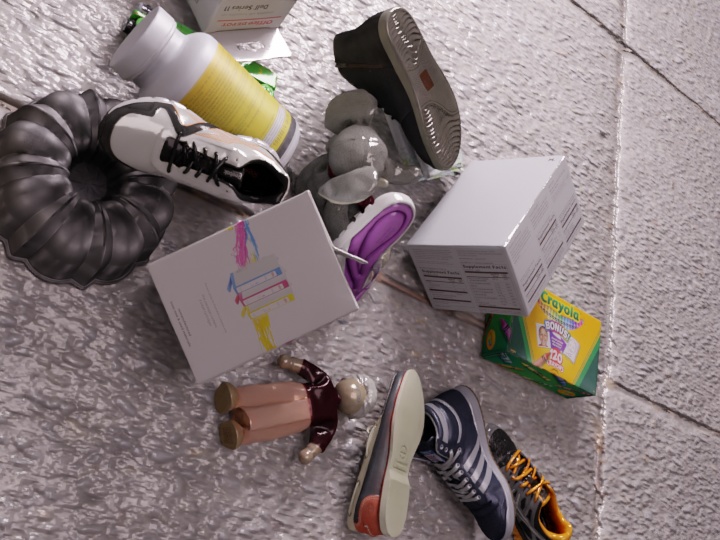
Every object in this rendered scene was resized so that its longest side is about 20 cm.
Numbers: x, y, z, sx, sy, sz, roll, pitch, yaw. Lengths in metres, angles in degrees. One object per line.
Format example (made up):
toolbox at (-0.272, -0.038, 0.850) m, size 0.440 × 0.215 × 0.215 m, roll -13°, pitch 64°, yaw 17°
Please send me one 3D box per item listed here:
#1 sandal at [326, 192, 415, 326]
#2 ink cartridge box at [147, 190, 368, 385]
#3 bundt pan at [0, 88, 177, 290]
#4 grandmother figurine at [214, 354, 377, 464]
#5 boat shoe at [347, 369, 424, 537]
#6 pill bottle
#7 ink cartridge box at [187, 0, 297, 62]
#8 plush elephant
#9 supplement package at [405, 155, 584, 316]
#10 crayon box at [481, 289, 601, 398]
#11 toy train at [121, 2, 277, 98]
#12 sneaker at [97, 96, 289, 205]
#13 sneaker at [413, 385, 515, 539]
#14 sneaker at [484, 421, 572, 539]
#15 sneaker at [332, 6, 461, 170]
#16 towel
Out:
sandal at (-0.006, -0.001, 0.920) m, size 0.081 × 0.204 × 0.050 m, roll 11°, pitch 35°, yaw -37°
ink cartridge box at (-0.092, 0.009, 0.824) m, size 0.197 × 0.129 × 0.127 m, roll -25°, pitch 93°, yaw -2°
bundt pan at (-0.269, -0.088, 0.803) m, size 0.199 × 0.075 × 0.207 m, roll 11°, pitch 72°, yaw -37°
grandmother figurine at (-0.064, 0.156, 0.915) m, size 0.197 × 0.060 × 0.124 m, roll -6°, pitch 91°, yaw -36°
boat shoe at (0.031, 0.215, 0.970) m, size 0.071 × 0.062 × 0.204 m, roll 38°, pitch 56°, yaw -46°
pill bottle at (-0.167, -0.181, 0.873) m, size 0.200 × 0.111 × 0.113 m, roll 42°, pitch 56°, yaw -30°
ink cartridge box at (-0.149, -0.348, 0.945) m, size 0.116 × 0.067 × 0.203 m, roll -19°, pitch 78°, yaw -40°
plush elephant at (-0.003, -0.117, 0.968) m, size 0.197 × 0.154 × 0.168 m, roll 19°, pitch 67°, yaw -34°
supplement package at (0.184, -0.051, 1.088) m, size 0.201 × 0.154 × 0.112 m, roll -50°, pitch 127°, yaw -36°
crayon box at (0.271, 0.101, 1.193) m, size 0.198 × 0.058 × 0.121 m, roll 26°, pitch 64°, yaw -31°
toy train at (-0.182, -0.248, 0.938) m, size 0.198 × 0.041 × 0.057 m, roll 24°, pitch 55°, yaw -32°
sneaker at (-0.154, -0.113, 0.785) m, size 0.197 × 0.080 × 0.075 m, roll 11°, pitch 108°, yaw -32°
sneaker at (0.123, 0.256, 1.027) m, size 0.107 × 0.070 × 0.204 m, roll -8°, pitch 77°, yaw -44°
sneaker at (0.220, 0.290, 1.093) m, size 0.078 × 0.077 × 0.202 m, roll -40°, pitch 102°, yaw -36°
sneaker at (0.047, -0.212, 0.981) m, size 0.075 × 0.105 × 0.203 m, roll -41°, pitch 115°, yaw -35°
towel at (0.078, -0.219, 1.088) m, size 0.171 × 0.047 × 0.204 m, roll -25°, pitch 95°, yaw -67°
